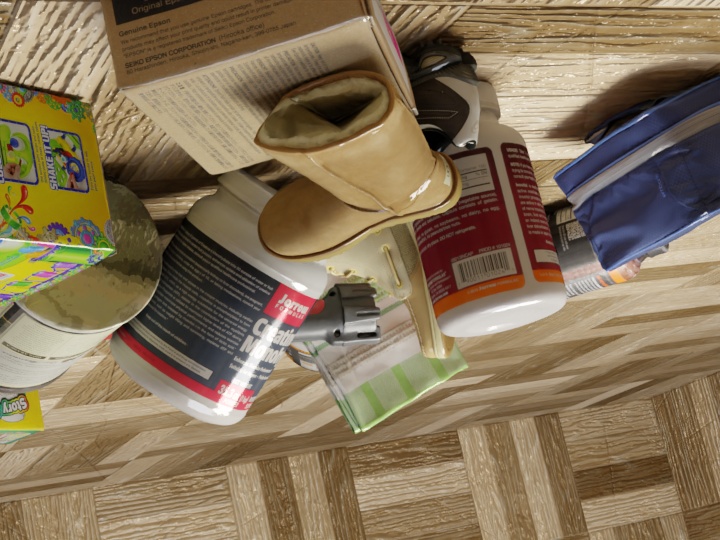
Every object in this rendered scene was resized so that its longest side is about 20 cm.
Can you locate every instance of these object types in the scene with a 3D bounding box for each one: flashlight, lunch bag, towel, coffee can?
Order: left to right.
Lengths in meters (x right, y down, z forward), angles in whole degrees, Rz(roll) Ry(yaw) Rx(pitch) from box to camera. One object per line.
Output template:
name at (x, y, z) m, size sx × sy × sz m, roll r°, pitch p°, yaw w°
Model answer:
coffee can at (-0.277, 0.013, 1.185) m, size 0.146 × 0.147 × 0.200 m, roll -4°, pitch 164°, yaw -33°
flashlight at (-0.083, 0.041, 1.332) m, size 0.199 × 0.068 × 0.068 m, roll -5°, pitch -158°, yaw -14°
towel at (0.007, 0.046, 1.395) m, size 0.149 × 0.200 × 0.031 m, roll -30°, pitch 179°, yaw -17°
lunch bag at (0.284, -0.096, 1.307) m, size 0.136 × 0.133 × 0.200 m, roll -23°, pitch 173°, yaw -34°

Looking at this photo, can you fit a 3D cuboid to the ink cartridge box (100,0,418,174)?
ink cartridge box at (-0.061, -0.143, 0.916) m, size 0.164 × 0.075 × 0.200 m, roll -16°, pitch 166°, yaw 7°

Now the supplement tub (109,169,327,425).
supplement tub at (-0.118, 0.023, 1.209) m, size 0.200 × 0.140 × 0.140 m, roll -58°, pitch 158°, yaw 4°

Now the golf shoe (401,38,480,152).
golf shoe at (0.011, -0.107, 1.088) m, size 0.200 × 0.095 × 0.078 m, roll -22°, pitch 164°, yaw 40°

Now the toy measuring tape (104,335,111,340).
toy measuring tape at (-0.311, 0.052, 1.479) m, size 0.200 × 0.074 × 0.074 m, roll -22°, pitch 164°, yaw 31°

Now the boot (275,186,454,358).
boot at (0.000, 0.000, 1.293) m, size 0.155 × 0.201 × 0.073 m, roll -15°, pitch -174°, yaw 14°

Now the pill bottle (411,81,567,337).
pill bottle at (0.098, -0.052, 1.154) m, size 0.113 × 0.201 × 0.113 m, roll -12°, pitch 167°, yaw -3°

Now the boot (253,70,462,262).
boot at (-0.028, -0.072, 0.961) m, size 0.175 × 0.066 × 0.200 m, roll -21°, pitch 163°, yaw 15°

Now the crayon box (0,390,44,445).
crayon box at (-0.394, 0.073, 1.264) m, size 0.058 × 0.173 × 0.200 m, roll -19°, pitch 165°, yaw 25°

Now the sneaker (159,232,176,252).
sneaker at (-0.143, -0.001, 1.374) m, size 0.200 × 0.075 × 0.099 m, roll -1°, pitch 175°, yaw -42°

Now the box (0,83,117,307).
box at (-0.319, -0.044, 0.972) m, size 0.200 × 0.122 × 0.192 m, roll -21°, pitch 164°, yaw 33°

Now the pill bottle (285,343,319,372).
pill bottle at (-0.048, 0.061, 1.652) m, size 0.116 × 0.117 × 0.200 m, roll -12°, pitch 166°, yaw -4°

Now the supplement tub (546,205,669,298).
supplement tub at (0.260, -0.025, 1.610) m, size 0.200 × 0.107 × 0.107 m, roll -18°, pitch 165°, yaw 23°
